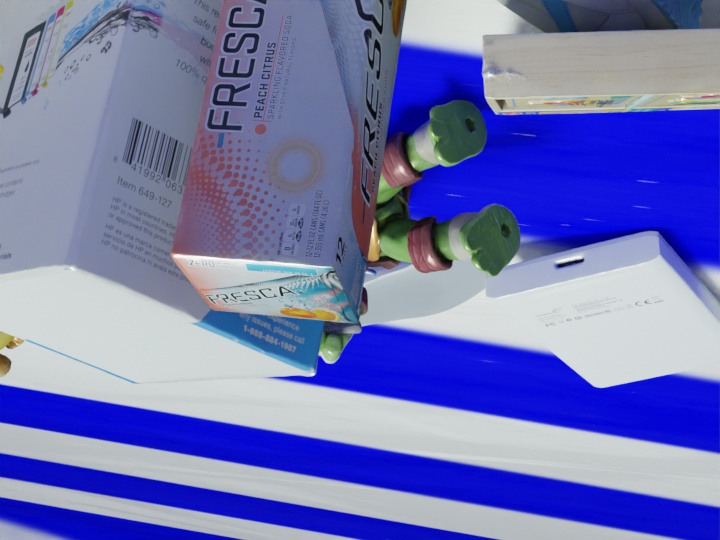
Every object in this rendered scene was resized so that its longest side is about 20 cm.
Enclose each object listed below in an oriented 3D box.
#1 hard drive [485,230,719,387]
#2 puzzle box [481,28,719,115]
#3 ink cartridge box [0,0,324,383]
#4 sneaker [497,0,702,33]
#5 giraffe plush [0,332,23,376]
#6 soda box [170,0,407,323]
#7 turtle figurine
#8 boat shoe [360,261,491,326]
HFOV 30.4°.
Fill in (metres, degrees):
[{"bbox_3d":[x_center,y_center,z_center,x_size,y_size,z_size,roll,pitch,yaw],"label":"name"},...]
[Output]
[{"bbox_3d":[0.196,0.034,0.989,0.131,0.027,0.200,-15,150,28],"label":"hard drive"},{"bbox_3d":[0.121,-0.086,0.589,0.132,0.026,0.200,0,-175,8],"label":"puzzle box"},{"bbox_3d":[-0.099,-0.064,0.647,0.144,0.202,0.147,-7,154,44],"label":"ink cartridge box"},{"bbox_3d":[0.068,-0.147,0.524,0.080,0.077,0.200,-2,155,35],"label":"sneaker"},{"bbox_3d":[-0.312,0.011,0.935,0.161,0.174,0.200,30,177,-2],"label":"giraffe plush"},{"bbox_3d":[-0.023,-0.083,0.556,0.068,0.202,0.064,4,160,12],"label":"soda box"},{"bbox_3d":[-0.017,-0.025,0.797,0.199,0.145,0.193,22,153,-39],"label":"turtle figurine"},{"bbox_3d":[0.000,0.000,0.967,0.198,0.066,0.074,-13,146,2],"label":"boat shoe"}]
